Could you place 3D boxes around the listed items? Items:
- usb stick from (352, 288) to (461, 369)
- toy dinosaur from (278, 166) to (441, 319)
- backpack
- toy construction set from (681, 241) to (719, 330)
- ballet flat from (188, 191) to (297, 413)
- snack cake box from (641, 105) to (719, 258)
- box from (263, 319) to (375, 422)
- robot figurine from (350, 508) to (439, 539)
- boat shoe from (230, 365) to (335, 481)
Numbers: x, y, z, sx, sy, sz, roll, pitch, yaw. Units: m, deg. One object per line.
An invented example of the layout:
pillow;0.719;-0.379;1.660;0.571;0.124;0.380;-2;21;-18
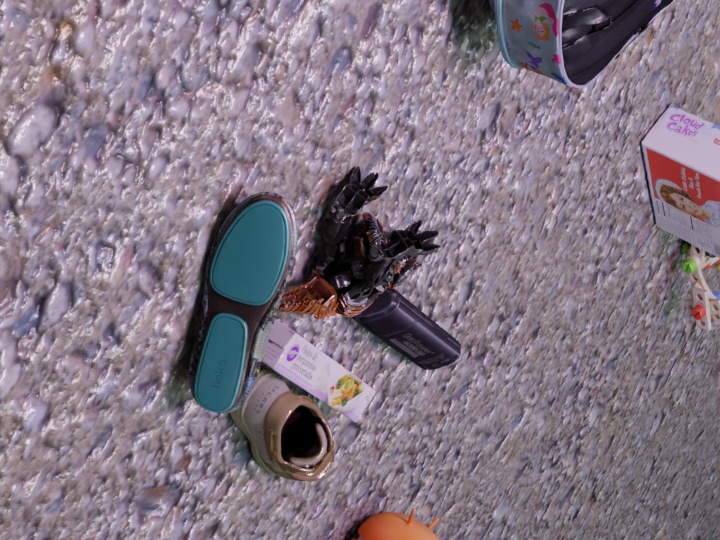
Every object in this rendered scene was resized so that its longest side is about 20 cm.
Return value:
usb stick;0.048;0.060;1.556;0.055;0.033;0.200;-18;156;17
toy dinosaur;0.000;0.000;1.390;0.136;0.102;0.200;-60;178;38
backpack;0.193;-0.267;1.374;0.200;0.150;0.178;-50;148;-30
toy construction set;0.496;-0.015;2.152;0.200;0.092;0.132;-49;151;-40
ballet flat;-0.096;0.021;1.293;0.074;0.074;0.201;-9;126;-54
snack cake box;0.420;-0.104;1.916;0.067;0.115;0.200;-51;150;-14
box;-0.044;0.094;1.452;0.039;0.041;0.200;-57;150;-5
robot figurine;0.021;0.353;1.713;0.143;0.117;0.201;32;88;-18
boat shoe;-0.062;0.159;1.456;0.074;0.066;0.200;-53;150;-10
